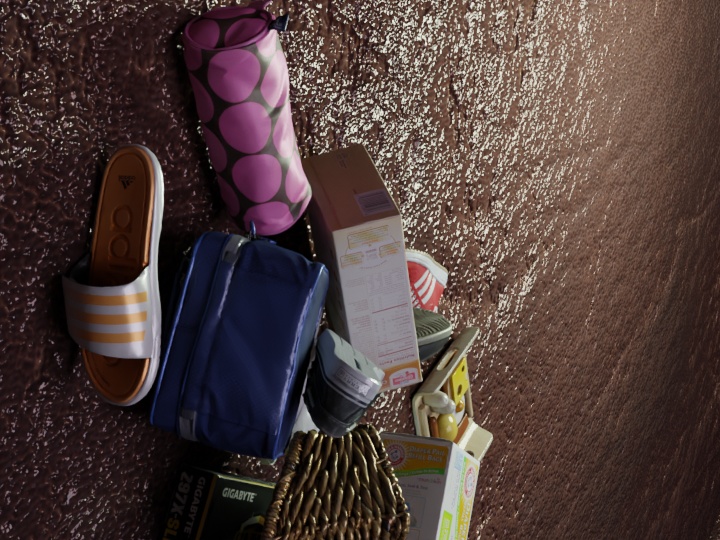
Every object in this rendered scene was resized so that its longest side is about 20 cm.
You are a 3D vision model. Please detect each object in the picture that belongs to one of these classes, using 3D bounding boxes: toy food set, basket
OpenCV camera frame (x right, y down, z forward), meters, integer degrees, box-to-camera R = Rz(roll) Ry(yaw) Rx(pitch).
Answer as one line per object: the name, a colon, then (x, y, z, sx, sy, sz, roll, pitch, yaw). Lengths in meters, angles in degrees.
toy food set: (0.134, 0.193, 1.745, 0.144, 0.060, 0.201, -50, 141, -43)
basket: (-0.058, 0.241, 1.220, 0.148, 0.143, 0.201, -7, 140, -20)

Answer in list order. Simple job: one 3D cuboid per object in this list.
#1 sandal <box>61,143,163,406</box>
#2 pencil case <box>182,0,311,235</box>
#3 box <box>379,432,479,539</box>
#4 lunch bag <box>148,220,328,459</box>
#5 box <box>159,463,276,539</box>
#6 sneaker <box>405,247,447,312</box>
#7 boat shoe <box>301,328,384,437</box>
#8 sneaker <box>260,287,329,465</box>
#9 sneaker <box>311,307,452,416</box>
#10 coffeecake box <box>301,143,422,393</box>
sandal: (-0.202, 0.002, 1.024, 0.059, 0.079, 0.209, 4, 88, -61)
pencil case: (-0.094, -0.136, 1.162, 0.094, 0.090, 0.201, -58, 149, -46)
box: (0.069, 0.313, 1.597, 0.112, 0.101, 0.202, 41, 57, -59)
lunch bag: (-0.110, 0.056, 1.146, 0.136, 0.131, 0.202, 76, 27, -83)
box: (-0.131, 0.284, 1.287, 0.200, 0.049, 0.161, 32, 73, -62)
sneaker: (0.047, 0.037, 1.509, 0.200, 0.071, 0.114, 26, 74, -64)
boat shoe: (-0.025, 0.103, 1.171, 0.071, 0.072, 0.200, -53, 180, 2)
sneaker: (-0.076, 0.099, 1.299, 0.201, 0.075, 0.115, -66, 151, -14)
sneaker: (0.012, 0.112, 1.440, 0.199, 0.075, 0.107, -16, 125, -29)
coffeecake box: (0.000, 0.000, 1.316, 0.154, 0.072, 0.201, -116, -166, -55)
